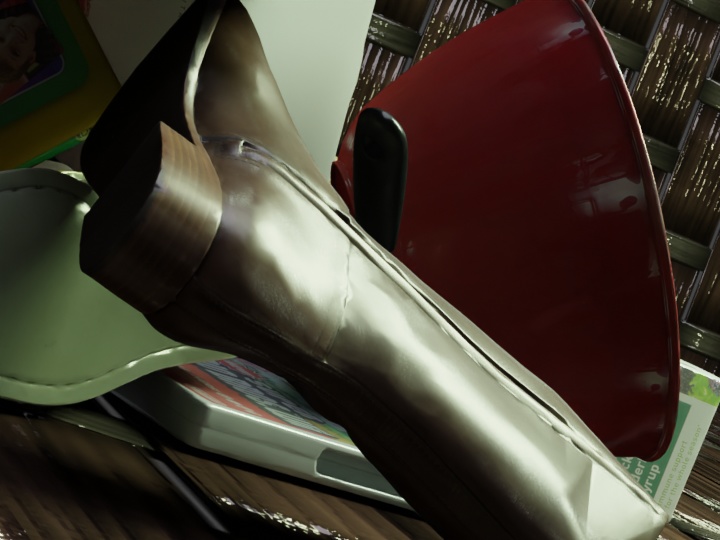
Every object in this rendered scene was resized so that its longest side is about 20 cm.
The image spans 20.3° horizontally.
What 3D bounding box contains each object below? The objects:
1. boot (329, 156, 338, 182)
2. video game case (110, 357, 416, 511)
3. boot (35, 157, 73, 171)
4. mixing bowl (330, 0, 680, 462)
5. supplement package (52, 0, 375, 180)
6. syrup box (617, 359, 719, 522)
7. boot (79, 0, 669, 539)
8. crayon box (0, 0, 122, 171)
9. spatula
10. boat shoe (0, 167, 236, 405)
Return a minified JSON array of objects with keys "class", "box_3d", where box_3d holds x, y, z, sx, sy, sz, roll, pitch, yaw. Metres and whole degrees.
[{"class":"boot","box_3d":[-0.114,-0.091,1.039,0.198,0.140,0.078,-7,25,1]},{"class":"video game case","box_3d":[-0.015,0.061,0.775,0.199,0.018,0.143,21,3,-35]},{"class":"boot","box_3d":[-0.195,-0.034,0.760,0.198,0.071,0.146,10,15,0]},{"class":"mixing bowl","box_3d":[0.049,-0.009,0.834,0.107,0.202,0.200,-12,7,-6]},{"class":"supplement package","box_3d":[-0.110,-0.113,0.872,0.199,0.122,0.119,27,28,23]},{"class":"syrup box","box_3d":[0.115,0.065,1.094,0.081,0.079,0.200,22,3,-16]},{"class":"boot","box_3d":[0.008,0.010,0.628,0.199,0.064,0.187,36,26,-19]},{"class":"crayon box","box_3d":[-0.174,-0.111,0.654,0.201,0.118,0.058,64,-23,-9]},{"class":"spatula","box_3d":[0.000,0.000,0.730,0.056,0.021,0.201,37,-28,16]},{"class":"boat shoe","box_3d":[-0.096,0.004,0.657,0.060,0.073,0.200,4,2,35]}]
